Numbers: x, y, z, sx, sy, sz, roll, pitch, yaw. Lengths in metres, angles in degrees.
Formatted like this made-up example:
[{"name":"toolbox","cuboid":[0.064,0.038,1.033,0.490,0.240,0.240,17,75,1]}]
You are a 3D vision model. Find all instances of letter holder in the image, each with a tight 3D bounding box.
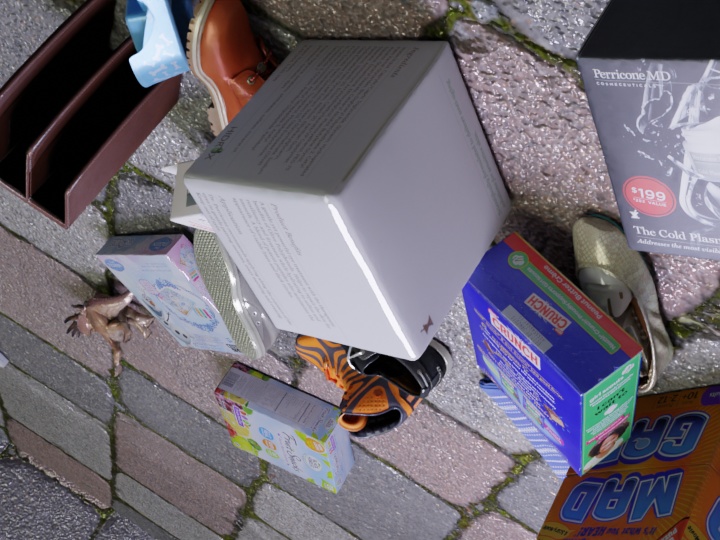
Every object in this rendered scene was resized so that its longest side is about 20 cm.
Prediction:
[{"name":"letter holder","cuboid":[-0.268,-0.168,1.050,0.100,0.201,0.142,33,150,0]}]

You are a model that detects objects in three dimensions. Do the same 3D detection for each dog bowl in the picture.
[{"name":"dog bowl","cuboid":[-0.189,-0.256,0.942,0.049,0.112,0.201,-6,142,3]}]

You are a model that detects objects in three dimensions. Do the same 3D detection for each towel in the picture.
[{"name":"towel","cuboid":[0.240,0.194,1.257,0.144,0.024,0.200,-7,131,50]}]

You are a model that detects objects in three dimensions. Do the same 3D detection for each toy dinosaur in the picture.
[{"name":"toy dinosaur","cuboid":[-0.401,0.072,1.667,0.135,0.086,0.200,38,146,7]}]

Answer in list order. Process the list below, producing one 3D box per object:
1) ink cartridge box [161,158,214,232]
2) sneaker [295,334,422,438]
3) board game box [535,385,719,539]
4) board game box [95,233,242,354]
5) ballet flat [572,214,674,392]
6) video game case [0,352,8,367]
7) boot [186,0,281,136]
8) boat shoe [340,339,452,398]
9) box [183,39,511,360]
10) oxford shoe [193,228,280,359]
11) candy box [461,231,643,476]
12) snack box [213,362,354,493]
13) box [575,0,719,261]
[{"name":"ink cartridge box","cuboid":[-0.120,-0.076,1.126,0.117,0.068,0.199,14,168,-41]},{"name":"sneaker","cuboid":[-0.018,0.141,1.345,0.199,0.112,0.078,14,145,32]},{"name":"board game box","cuboid":[0.337,0.263,1.082,0.200,0.200,0.200,43,150,-16]},{"name":"board game box","cuboid":[-0.247,0.033,1.478,0.199,0.043,0.199,2,139,49]},{"name":"ballet flat","cuboid":[0.242,0.037,0.983,0.067,0.063,0.200,2,137,44]},{"name":"video game case","cuboid":[-0.867,0.133,2.277,0.199,0.023,0.183,4,139,41]},{"name":"boot","cuboid":[-0.096,-0.184,0.996,0.107,0.075,0.200,19,156,18]},{"name":"boat shoe","cuboid":[0.010,0.091,1.290,0.199,0.068,0.072,25,145,23]},{"name":"box","cuboid":[-0.003,-0.067,0.936,0.170,0.200,0.200,11,143,38]},{"name":"oxford shoe","cuboid":[-0.159,0.020,1.373,0.075,0.058,0.201,9,128,49]},{"name":"candy box","cuboid":[0.181,0.083,1.017,0.169,0.077,0.200,48,169,30]},{"name":"snack box","cuboid":[-0.115,0.244,1.643,0.199,0.068,0.169,20,147,21]},{"name":"box","cuboid":[0.270,-0.100,0.711,0.199,0.104,0.183,9,141,37]}]
